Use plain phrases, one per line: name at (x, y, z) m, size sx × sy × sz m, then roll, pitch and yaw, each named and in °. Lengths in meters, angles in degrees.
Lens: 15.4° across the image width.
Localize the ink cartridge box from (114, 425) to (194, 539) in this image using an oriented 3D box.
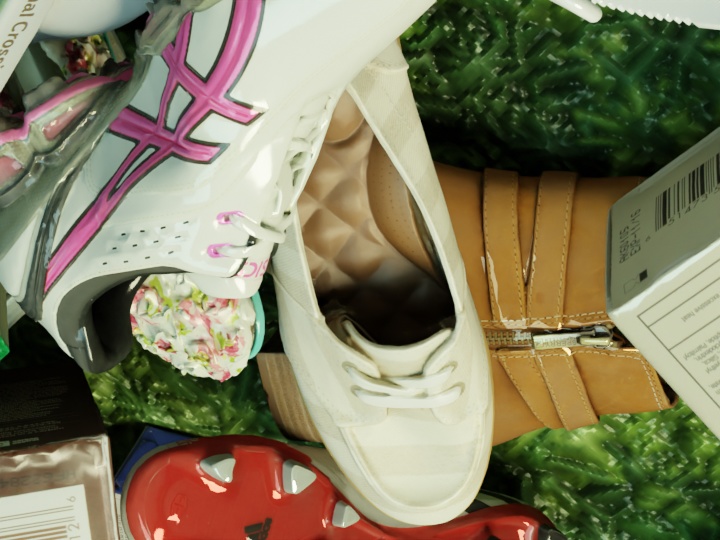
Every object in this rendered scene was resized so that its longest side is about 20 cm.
ink cartridge box at (-0.052, 0.163, 1.162) m, size 0.093 × 0.044 × 0.201 m, roll 13°, pitch 134°, yaw 18°

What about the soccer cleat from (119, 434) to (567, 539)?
soccer cleat at (-0.012, 0.100, 1.014) m, size 0.199 × 0.069 × 0.085 m, roll 11°, pitch -178°, yaw -33°

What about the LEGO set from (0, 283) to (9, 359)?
LEGO set at (-0.214, -0.003, 0.949) m, size 0.153 × 0.117 × 0.200 m, roll 8°, pitch 149°, yaw -25°

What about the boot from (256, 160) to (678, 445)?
boot at (0.025, -0.020, 0.940) m, size 0.154 × 0.077 × 0.201 m, roll -4°, pitch 117°, yaw 21°

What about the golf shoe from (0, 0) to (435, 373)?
golf shoe at (-0.038, -0.043, 0.810) m, size 0.200 × 0.072 × 0.092 m, roll -33°, pitch 84°, yaw 36°

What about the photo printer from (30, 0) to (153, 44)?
photo printer at (-0.071, -0.170, 0.806) m, size 0.199 × 0.069 × 0.167 m, roll -27°, pitch 81°, yaw 41°

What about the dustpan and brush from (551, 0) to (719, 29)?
dustpan and brush at (0.028, -0.116, 0.842) m, size 0.200 × 0.057 × 0.139 m, roll 33°, pitch -173°, yaw 38°

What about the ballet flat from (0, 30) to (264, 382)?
ballet flat at (-0.103, -0.041, 0.916) m, size 0.201 × 0.064 × 0.076 m, roll 60°, pitch 144°, yaw 26°

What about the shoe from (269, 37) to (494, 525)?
shoe at (0.000, 0.000, 0.890) m, size 0.069 × 0.053 × 0.201 m, roll -12°, pitch 108°, yaw 7°

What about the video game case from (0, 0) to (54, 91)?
video game case at (-0.147, -0.153, 0.814) m, size 0.201 × 0.022 × 0.182 m, roll 56°, pitch 131°, yaw 23°

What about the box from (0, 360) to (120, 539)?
box at (-0.129, 0.100, 1.018) m, size 0.074 × 0.200 × 0.101 m, roll -8°, pitch 98°, yaw -9°

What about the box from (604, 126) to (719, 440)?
box at (0.178, 0.041, 0.894) m, size 0.095 × 0.078 × 0.200 m, roll -35°, pitch 110°, yaw 21°

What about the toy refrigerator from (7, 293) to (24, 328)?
toy refrigerator at (-0.210, -0.048, 1.014) m, size 0.076 × 0.070 × 0.200 m, roll -41°, pitch 107°, yaw 18°
